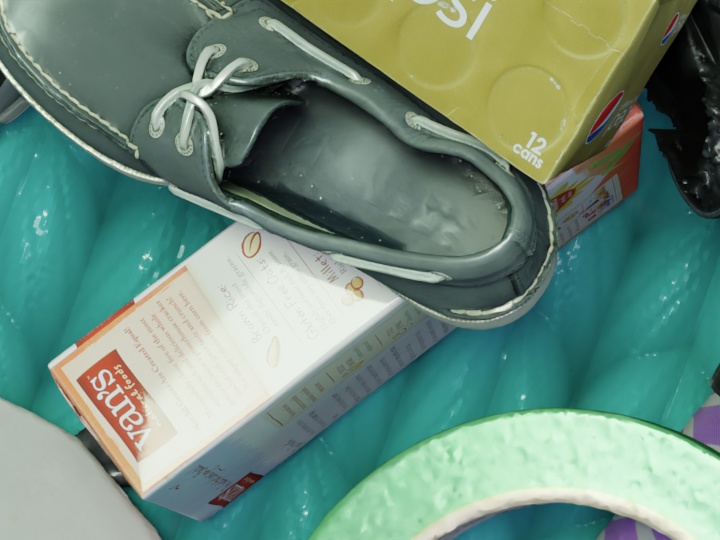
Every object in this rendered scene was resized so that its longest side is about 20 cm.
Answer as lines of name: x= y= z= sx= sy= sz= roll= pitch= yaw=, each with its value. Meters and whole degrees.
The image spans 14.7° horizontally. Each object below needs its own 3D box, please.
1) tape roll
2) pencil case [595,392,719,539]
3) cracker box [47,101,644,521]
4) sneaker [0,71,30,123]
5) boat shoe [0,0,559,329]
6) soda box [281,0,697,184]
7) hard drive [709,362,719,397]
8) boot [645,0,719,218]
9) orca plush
tape roll: x=0.066 y=0.146 z=0.914 sx=0.199 sy=0.048 sz=0.202 roll=-1 pitch=85 yaw=9
pencil case: x=0.146 y=0.081 z=0.974 sx=0.200 sy=0.084 sz=0.085 roll=-49 pitch=126 yaw=3
cracker box: x=0.000 y=0.000 z=0.931 sx=0.200 sy=0.134 sz=0.058 roll=-38 pitch=81 yaw=-2
sneaker: x=-0.114 y=-0.104 z=0.938 sx=0.199 sy=0.115 sz=0.075 roll=-33 pitch=89 yaw=5
boat shoe: x=-0.030 y=-0.049 z=0.842 sx=0.199 sy=0.062 sz=0.073 roll=30 pitch=85 yaw=9
soda box: x=0.002 y=-0.112 z=0.840 sx=0.199 sy=0.064 sz=0.068 roll=35 pitch=111 yaw=11
hard drive: x=0.215 y=-0.001 z=0.918 sx=0.139 sy=0.033 sz=0.200 roll=29 pitch=50 yaw=8
boot: x=0.171 y=-0.099 z=0.910 sx=0.167 sy=0.077 sz=0.201 roll=7 pitch=58 yaw=-14
orca plush: x=-0.095 y=0.118 z=0.995 sx=0.199 sy=0.071 sz=0.106 roll=28 pitch=48 yaw=-11
